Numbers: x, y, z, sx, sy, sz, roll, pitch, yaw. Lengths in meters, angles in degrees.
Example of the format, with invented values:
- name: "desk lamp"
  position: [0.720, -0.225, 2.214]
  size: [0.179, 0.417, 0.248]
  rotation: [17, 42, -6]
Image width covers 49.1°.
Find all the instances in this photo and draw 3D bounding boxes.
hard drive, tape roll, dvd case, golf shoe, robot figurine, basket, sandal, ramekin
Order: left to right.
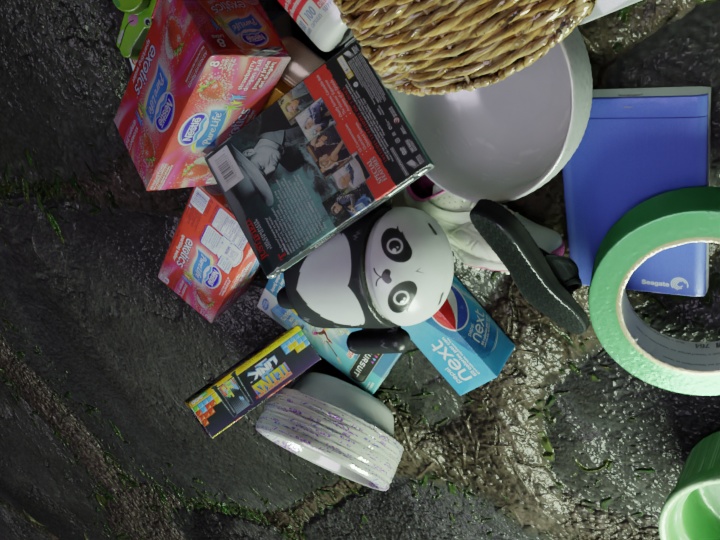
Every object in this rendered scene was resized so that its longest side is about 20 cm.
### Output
- name: "dvd case"
  position: [-0.045, -0.106, 0.769]
  size: [0.199, 0.022, 0.147]
  rotation: [-34, 78, 16]
- name: "robot figurine"
  position: [-0.001, -0.001, 0.818]
  size: [0.198, 0.126, 0.150]
  rotation: [-3, 143, 35]
- name: "golf shoe"
  position: [0.117, -0.056, 0.829]
  size: [0.198, 0.075, 0.092]
  rotation: [13, 125, 26]
- name: "basket"
  position: [0.098, -0.238, 0.609]
  size: [0.199, 0.150, 0.143]
  rotation: [-13, 124, 43]
- name: "sandal"
  position: [0.175, -0.004, 0.746]
  size: [0.075, 0.048, 0.201]
  rotation: [31, 167, 50]
- name: "hard drive"
  position: [0.260, -0.072, 0.747]
  size: [0.131, 0.025, 0.202]
  rotation: [6, 124, 31]
- name: "tape roll"
  position: [0.314, 0.023, 0.728]
  size: [0.198, 0.048, 0.202]
  rotation: [11, 126, 16]
- name: "ramekin"
  position: [0.424, 0.259, 0.823]
  size: [0.198, 0.098, 0.202]
  rotation: [18, 130, 23]

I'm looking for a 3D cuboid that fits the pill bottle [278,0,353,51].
- name: "pill bottle"
  position: [-0.058, -0.315, 0.731]
  size: [0.200, 0.112, 0.112]
  rotation: [48, 135, -5]

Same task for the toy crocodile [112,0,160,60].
- name: "toy crocodile"
  position: [-0.206, -0.317, 0.829]
  size: [0.061, 0.067, 0.202]
  rotation: [24, 98, 11]

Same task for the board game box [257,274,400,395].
- name: "board game box"
  position: [-0.027, 0.050, 1.023]
  size: [0.199, 0.047, 0.151]
  rotation: [37, 135, 7]

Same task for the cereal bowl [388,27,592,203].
- name: "cereal bowl"
  position: [0.124, -0.167, 0.716]
  size: [0.199, 0.083, 0.202]
  rotation: [19, 120, 38]

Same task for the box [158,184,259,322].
- name: "box"
  position: [-0.174, -0.039, 1.015]
  size: [0.099, 0.096, 0.200]
  rotation: [40, 136, 4]

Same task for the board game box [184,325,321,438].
- name: "board game box"
  position: [-0.149, 0.147, 1.043]
  size: [0.057, 0.165, 0.200]
  rotation: [56, 164, -1]

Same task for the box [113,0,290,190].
- name: "box"
  position: [-0.166, -0.182, 0.801]
  size: [0.200, 0.095, 0.100]
  rotation: [-48, 64, 43]

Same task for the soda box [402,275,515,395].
- name: "soda box"
  position: [0.087, 0.045, 0.928]
  size: [0.200, 0.064, 0.068]
  rotation: [48, 135, -6]

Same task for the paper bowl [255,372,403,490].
- name: "paper bowl"
  position: [-0.034, 0.213, 1.075]
  size: [0.199, 0.105, 0.201]
  rotation: [24, 162, 8]

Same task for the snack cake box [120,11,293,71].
- name: "snack cake box"
  position: [-0.168, -0.231, 0.902]
  size: [0.198, 0.067, 0.116]
  rotation: [10, 127, 29]

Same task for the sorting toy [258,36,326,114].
- name: "sorting toy"
  position: [-0.057, -0.121, 0.848]
  size: [0.184, 0.037, 0.200]
  rotation: [36, 131, -8]

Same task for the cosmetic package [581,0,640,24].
- name: "cosmetic package"
  position: [0.231, -0.295, 0.585]
  size: [0.199, 0.052, 0.152]
  rotation: [-12, 115, 40]
